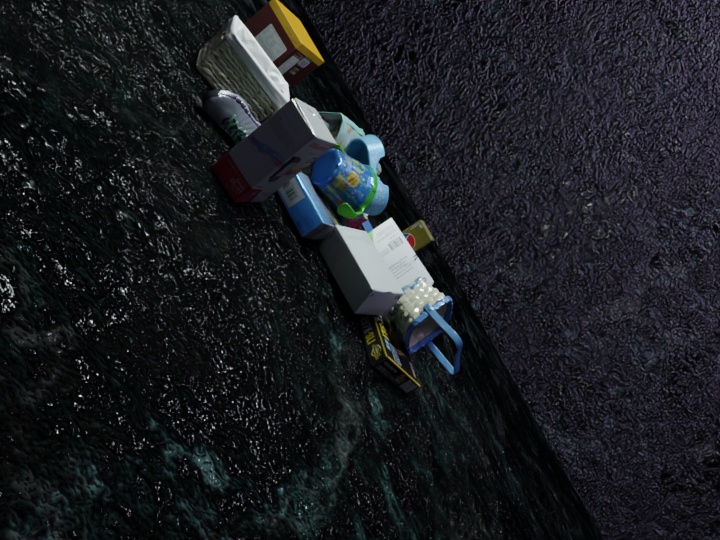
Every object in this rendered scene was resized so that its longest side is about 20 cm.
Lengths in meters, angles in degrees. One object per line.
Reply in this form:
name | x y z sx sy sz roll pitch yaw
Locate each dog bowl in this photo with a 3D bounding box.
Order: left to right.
dog bowl | 0.011 -0.241 1.579 0.049 0.110 0.206 -8 91 -44

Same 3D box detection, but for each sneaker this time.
sneaker | -0.246 -0.290 1.279 0.199 0.073 0.089 34 33 -61
sneaker | -0.031 -0.161 1.682 0.090 0.080 0.200 60 6 -10

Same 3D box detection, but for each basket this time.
basket | -0.266 -0.443 1.417 0.200 0.122 0.137 48 17 -33
basket | 0.160 0.134 1.430 0.200 0.138 0.178 44 -21 27

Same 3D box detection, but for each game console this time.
game console | 0.033 -0.100 1.938 0.179 0.031 0.200 58 15 -5

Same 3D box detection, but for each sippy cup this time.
sippy cup | -0.047 -0.217 1.482 0.129 0.141 0.177 32 3 -45

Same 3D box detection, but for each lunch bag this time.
lunch bag | -0.093 -0.325 1.617 0.124 0.198 0.170 62 16 16

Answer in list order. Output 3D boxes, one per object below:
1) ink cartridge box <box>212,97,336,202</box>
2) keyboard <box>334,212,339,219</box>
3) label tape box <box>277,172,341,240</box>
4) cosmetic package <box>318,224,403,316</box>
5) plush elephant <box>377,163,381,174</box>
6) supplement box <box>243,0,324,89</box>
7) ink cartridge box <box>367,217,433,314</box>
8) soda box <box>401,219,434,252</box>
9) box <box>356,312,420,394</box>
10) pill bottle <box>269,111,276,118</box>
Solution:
ink cartridge box | -0.158 -0.217 1.166 0.087 0.198 0.147 57 15 2
keyboard | -0.073 -0.136 1.667 0.129 0.020 0.200 64 13 -3
label tape box | -0.117 -0.147 1.445 0.145 0.065 0.200 60 8 7
cosmetic package | 0.000 0.000 1.412 0.111 0.081 0.202 11 41 -44
plush elephant | -0.015 -0.272 1.904 0.166 0.194 0.158 -100 177 -54
supplement box | -0.230 -0.558 1.618 0.135 0.198 0.197 58 14 3
ink cartridge box | 0.070 -0.005 1.588 0.202 0.144 0.084 57 -23 4
soda box | 0.109 -0.060 1.768 0.069 0.198 0.064 58 14 6
box | 0.058 0.165 1.443 0.160 0.049 0.203 43 21 -42
pill bottle | -0.159 -0.311 1.433 0.114 0.112 0.200 55 7 -9
